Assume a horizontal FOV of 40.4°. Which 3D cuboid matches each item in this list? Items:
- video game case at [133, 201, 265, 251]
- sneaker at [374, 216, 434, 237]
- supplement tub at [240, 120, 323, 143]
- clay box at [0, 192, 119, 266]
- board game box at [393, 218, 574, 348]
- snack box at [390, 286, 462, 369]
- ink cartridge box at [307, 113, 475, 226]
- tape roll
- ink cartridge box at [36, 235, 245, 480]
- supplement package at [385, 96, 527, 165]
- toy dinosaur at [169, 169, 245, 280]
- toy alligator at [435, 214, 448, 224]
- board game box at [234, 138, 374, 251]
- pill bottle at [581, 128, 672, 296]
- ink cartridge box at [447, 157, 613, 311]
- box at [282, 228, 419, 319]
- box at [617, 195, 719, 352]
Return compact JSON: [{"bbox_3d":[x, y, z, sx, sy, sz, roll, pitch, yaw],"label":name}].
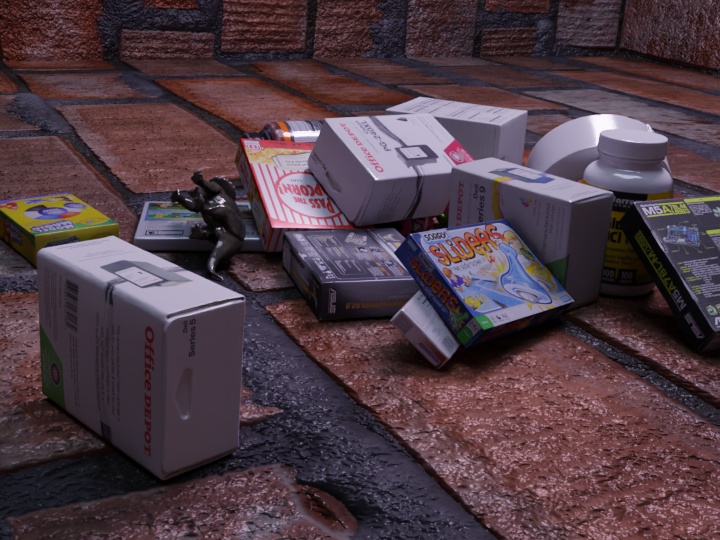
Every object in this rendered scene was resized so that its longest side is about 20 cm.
[{"bbox_3d":[-0.217,-0.065,1.410,0.200,0.022,0.182,0,20,-7],"label":"video game case"},{"bbox_3d":[0.010,-0.099,1.458,0.200,0.081,0.075,15,25,30],"label":"sneaker"},{"bbox_3d":[-0.106,-0.208,1.708,0.200,0.107,0.107,-6,21,-22],"label":"supplement tub"},{"bbox_3d":[-0.405,-0.055,1.310,0.115,0.048,0.200,-12,24,-36],"label":"clay box"},{"bbox_3d":[0.144,0.009,1.109,0.200,0.034,0.135,-12,58,-50],"label":"board game box"},{"bbox_3d":[0.101,0.035,1.094,0.072,0.024,0.200,45,33,2],"label":"snack box"},{"bbox_3d":[0.048,-0.148,1.392,0.200,0.083,0.145,-10,48,-36],"label":"ink cartridge box"},{"bbox_3d":[0.334,-0.121,1.379,0.202,0.202,0.071,3,46,-1],"label":"tape roll"},{"bbox_3d":[-0.194,0.068,0.849,0.200,0.146,0.084,21,25,40],"label":"ink cartridge box"},{"bbox_3d":[0.157,-0.197,1.647,0.200,0.152,0.151,12,22,23],"label":"supplement package"},{"bbox_3d":[-0.187,-0.070,1.291,0.102,0.077,0.200,21,28,-46],"label":"toy dinosaur"},{"bbox_3d":[0.140,-0.092,1.506,0.200,0.059,0.054,-1,60,-13],"label":"toy alligator"},{"bbox_3d":[-0.082,-0.107,1.386,0.151,0.046,0.200,0,43,-24],"label":"board game box"},{"bbox_3d":[0.338,-0.076,1.265,0.112,0.200,0.112,2,19,-1],"label":"pill bottle"},{"bbox_3d":[0.209,-0.050,1.250,0.087,0.145,0.200,-14,27,-37],"label":"ink cartridge box"},{"bbox_3d":[0.000,0.000,1.220,0.158,0.048,0.200,-2,20,-18],"label":"box"},{"bbox_3d":[0.437,-0.004,1.170,0.200,0.048,0.193,-7,53,-26],"label":"box"}]
